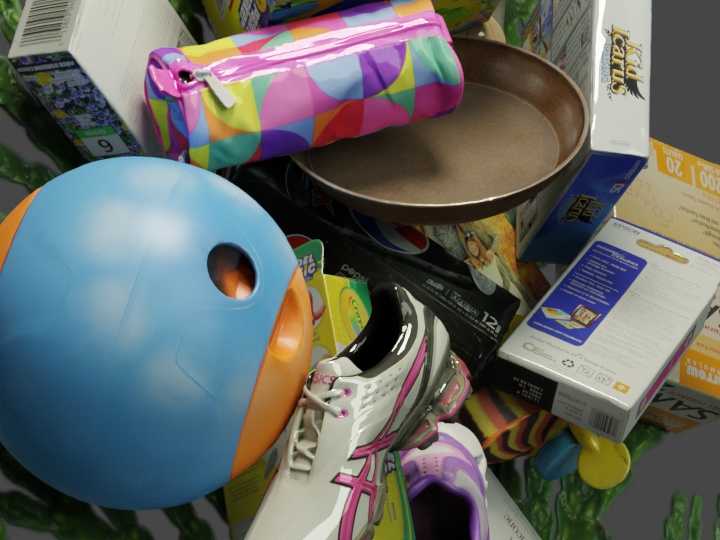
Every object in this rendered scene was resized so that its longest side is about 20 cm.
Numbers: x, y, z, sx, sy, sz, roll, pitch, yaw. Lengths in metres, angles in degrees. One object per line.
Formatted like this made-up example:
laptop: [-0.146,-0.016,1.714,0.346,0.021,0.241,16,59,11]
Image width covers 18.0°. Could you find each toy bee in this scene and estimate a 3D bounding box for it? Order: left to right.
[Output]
toy bee: [0.144,0.079,1.533,0.131,0.109,0.200,46,24,6]

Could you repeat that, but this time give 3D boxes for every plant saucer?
plant saucer: [0.047,-0.086,1.454,0.200,0.199,0.035,-44,143,-43]

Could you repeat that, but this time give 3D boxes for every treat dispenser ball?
treat dispenser ball: [-0.127,0.035,1.302,0.200,0.200,0.202,18,59,-32]

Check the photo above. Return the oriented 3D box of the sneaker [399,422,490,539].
sneaker: [0.051,0.198,1.409,0.080,0.088,0.202,-8,97,0]

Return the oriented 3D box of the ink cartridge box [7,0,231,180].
ink cartridge box: [-0.145,-0.116,1.448,0.200,0.050,0.110,56,36,-47]

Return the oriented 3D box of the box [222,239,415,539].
box: [-0.038,0.091,1.404,0.048,0.117,0.202,9,64,-49]

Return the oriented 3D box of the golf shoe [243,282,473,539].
golf shoe: [-0.017,0.096,1.286,0.200,0.072,0.092,-54,128,-31]

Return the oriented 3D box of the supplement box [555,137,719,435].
supplement box: [0.212,0.005,1.682,0.125,0.073,0.202,19,58,-31]

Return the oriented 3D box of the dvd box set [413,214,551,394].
dvd box set: [0.047,-0.016,1.587,0.146,0.029,0.201,-37,94,-44]

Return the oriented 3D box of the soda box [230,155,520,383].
soda box: [0.000,0.000,1.462,0.199,0.071,0.063,34,31,1]

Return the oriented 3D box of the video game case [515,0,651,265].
video game case: [0.152,-0.124,1.559,0.045,0.200,0.183,6,69,-9]

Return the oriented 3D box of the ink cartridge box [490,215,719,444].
ink cartridge box: [0.169,0.035,1.505,0.094,0.037,0.200,23,38,17]

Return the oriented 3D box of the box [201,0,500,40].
box: [-0.001,-0.223,1.485,0.191,0.200,0.123,-20,80,-13]

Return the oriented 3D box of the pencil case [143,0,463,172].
pencil case: [-0.036,-0.115,1.398,0.199,0.088,0.089,-16,78,-19]

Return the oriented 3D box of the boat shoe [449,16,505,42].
boat shoe: [0.014,-0.195,1.624,0.199,0.065,0.072,36,62,5]

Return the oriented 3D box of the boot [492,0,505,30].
boot: [0.098,-0.237,1.667,0.067,0.130,0.202,9,64,-36]

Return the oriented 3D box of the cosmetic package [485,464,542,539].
cosmetic package: [0.042,0.144,1.491,0.201,0.051,0.083,53,47,-6]
